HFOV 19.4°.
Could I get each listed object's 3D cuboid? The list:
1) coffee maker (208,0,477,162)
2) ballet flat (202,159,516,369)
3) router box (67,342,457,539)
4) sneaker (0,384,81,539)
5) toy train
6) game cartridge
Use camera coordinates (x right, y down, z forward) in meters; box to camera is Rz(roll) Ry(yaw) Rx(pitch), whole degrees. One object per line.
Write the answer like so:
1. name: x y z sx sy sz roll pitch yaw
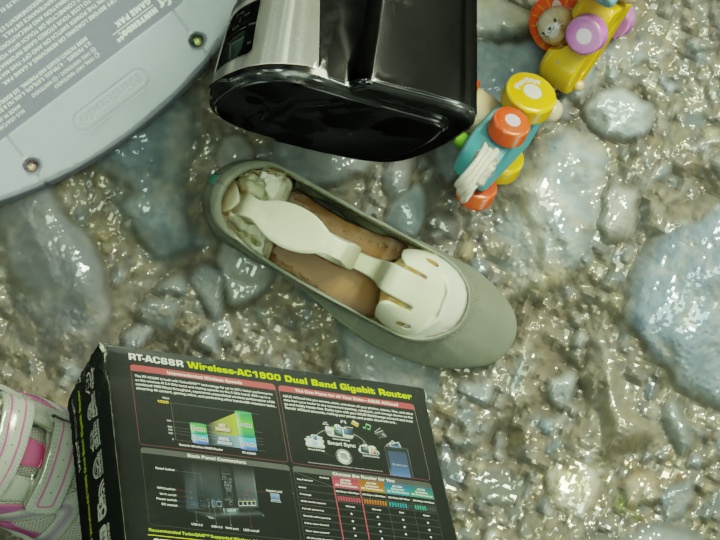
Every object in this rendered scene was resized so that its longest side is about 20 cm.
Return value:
1. coffee maker: 0.019 -0.168 1.145 0.192 0.135 0.200 4 77 -3
2. ballet flat: 0.000 0.000 1.191 0.200 0.064 0.067 28 86 -5
3. router box: -0.050 0.126 1.118 0.200 0.062 0.150 10 48 -25
4. sneaker: -0.194 0.105 1.150 0.200 0.088 0.081 8 74 -6
5. toy train: 0.100 -0.127 1.166 0.056 0.150 0.200 37 90 10
6. game cartridge: -0.168 -0.131 1.192 0.200 0.041 0.133 -37 89 -5
